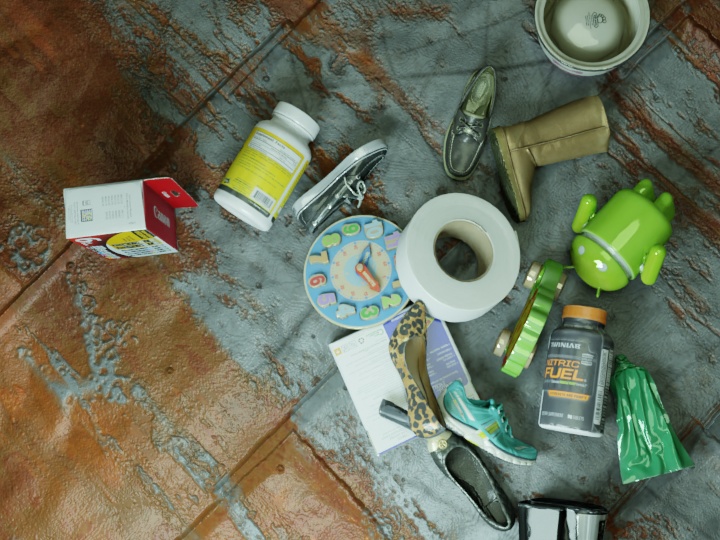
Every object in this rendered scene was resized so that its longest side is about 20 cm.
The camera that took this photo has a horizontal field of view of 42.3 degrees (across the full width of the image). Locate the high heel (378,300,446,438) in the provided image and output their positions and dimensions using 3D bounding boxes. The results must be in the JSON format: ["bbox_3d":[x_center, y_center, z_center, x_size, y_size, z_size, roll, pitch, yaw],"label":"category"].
[{"bbox_3d":[0.105,0.156,1.460,0.071,0.142,0.203,13,91,-39],"label":"high heel"}]

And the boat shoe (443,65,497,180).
[{"bbox_3d":[0.190,-0.258,1.600,0.071,0.066,0.204,17,82,5],"label":"boat shoe"}]

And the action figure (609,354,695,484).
[{"bbox_3d":[0.453,0.233,1.513,0.116,0.055,0.203,-14,74,2],"label":"action figure"}]

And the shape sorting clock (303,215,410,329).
[{"bbox_3d":[0.000,0.000,1.569,0.196,0.039,0.203,-2,69,5],"label":"shape sorting clock"}]

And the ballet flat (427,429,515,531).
[{"bbox_3d":[0.183,0.335,1.509,0.066,0.057,0.200,-41,81,-5],"label":"ballet flat"}]

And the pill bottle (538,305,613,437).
[{"bbox_3d":[0.351,0.160,1.504,0.104,0.106,0.203,8,81,4],"label":"pill bottle"}]

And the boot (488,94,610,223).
[{"bbox_3d":[0.332,-0.190,1.582,0.197,0.066,0.178,-15,95,-7],"label":"boot"}]

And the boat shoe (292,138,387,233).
[{"bbox_3d":[-0.023,-0.141,1.588,0.198,0.074,0.068,-38,76,-3],"label":"boat shoe"}]

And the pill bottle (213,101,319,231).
[{"bbox_3d":[-0.154,-0.179,1.584,0.111,0.113,0.202,30,83,7],"label":"pill bottle"}]

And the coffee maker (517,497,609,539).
[{"bbox_3d":[0.288,0.460,1.445,0.189,0.135,0.204,1,80,4],"label":"coffee maker"}]

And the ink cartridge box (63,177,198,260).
[{"bbox_3d":[-0.369,-0.083,1.534,0.172,0.200,0.085,-7,81,3],"label":"ink cartridge box"}]

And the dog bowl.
[{"bbox_3d":[0.394,-0.428,1.613,0.196,0.074,0.204,-1,80,3],"label":"dog bowl"}]

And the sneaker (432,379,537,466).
[{"bbox_3d":[0.209,0.249,1.490,0.199,0.077,0.080,34,86,-14],"label":"sneaker"}]

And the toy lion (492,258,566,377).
[{"bbox_3d":[0.273,0.073,1.478,0.068,0.192,0.202,24,82,7],"label":"toy lion"}]

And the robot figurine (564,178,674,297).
[{"bbox_3d":[0.428,-0.051,1.528,0.200,0.116,0.175,-45,59,-3],"label":"robot figurine"}]

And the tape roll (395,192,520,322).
[{"bbox_3d":[0.161,-0.021,1.533,0.199,0.071,0.206,4,70,-12],"label":"tape roll"}]

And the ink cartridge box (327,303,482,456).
[{"bbox_3d":[0.073,0.174,1.550,0.195,0.047,0.202,-24,82,-2],"label":"ink cartridge box"}]
